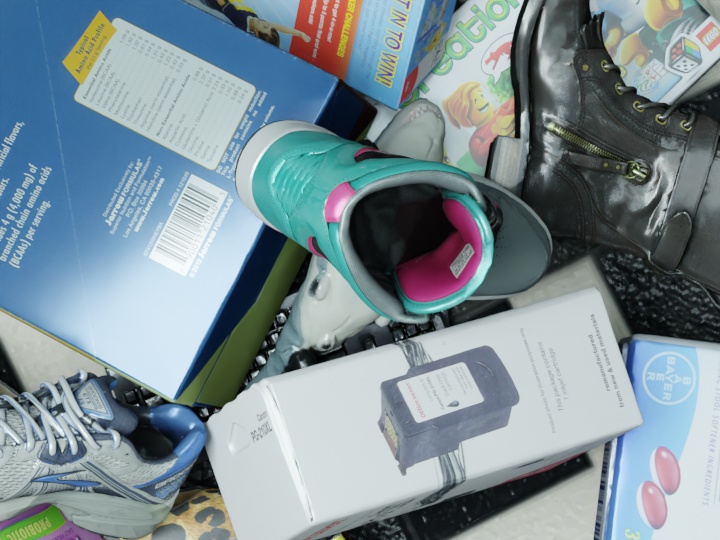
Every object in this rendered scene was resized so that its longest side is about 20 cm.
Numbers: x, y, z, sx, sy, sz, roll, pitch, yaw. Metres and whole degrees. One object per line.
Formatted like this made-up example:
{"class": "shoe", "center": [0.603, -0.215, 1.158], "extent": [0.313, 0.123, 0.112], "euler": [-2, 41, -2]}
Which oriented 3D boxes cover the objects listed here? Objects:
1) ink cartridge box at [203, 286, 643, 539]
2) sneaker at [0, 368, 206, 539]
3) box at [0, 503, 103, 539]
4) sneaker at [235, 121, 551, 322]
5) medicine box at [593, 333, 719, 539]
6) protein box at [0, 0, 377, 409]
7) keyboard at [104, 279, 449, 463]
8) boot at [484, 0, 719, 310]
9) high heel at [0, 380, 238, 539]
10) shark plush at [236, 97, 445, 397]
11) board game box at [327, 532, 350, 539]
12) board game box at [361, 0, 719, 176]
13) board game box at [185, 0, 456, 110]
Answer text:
{"class": "ink cartridge box", "center": [0.030, 0.085, 1.525], "extent": [0.200, 0.145, 0.084], "euler": [-15, 81, -20]}
{"class": "sneaker", "center": [-0.166, 0.086, 1.489], "extent": [0.085, 0.200, 0.077], "euler": [-46, 54, 30]}
{"class": "box", "center": [-0.252, 0.169, 1.559], "extent": [0.176, 0.097, 0.200], "euler": [-38, 87, 22]}
{"class": "sneaker", "center": [0.043, -0.016, 1.457], "extent": [0.200, 0.121, 0.084], "euler": [17, 102, -35]}
{"class": "medicine box", "center": [0.235, 0.138, 1.576], "extent": [0.200, 0.103, 0.182], "euler": [7, 87, 2]}
{"class": "protein box", "center": [-0.131, -0.054, 1.563], "extent": [0.200, 0.135, 0.199], "euler": [27, 90, 11]}
{"class": "keyboard", "center": [-0.054, 0.028, 1.631], "extent": [0.200, 0.021, 0.127], "euler": [-22, 87, -1]}
{"class": "boot", "center": [0.166, -0.086, 1.578], "extent": [0.174, 0.069, 0.200], "euler": [12, 98, 0]}
{"class": "high heel", "center": [-0.143, 0.105, 1.599], "extent": [0.200, 0.071, 0.143], "euler": [-13, 93, 9]}
{"class": "shark plush", "center": [0.000, 0.000, 1.587], "extent": [0.091, 0.083, 0.200], "euler": [15, 108, -21]}
{"class": "board game box", "center": [-0.040, 0.273, 1.590], "extent": [0.200, 0.057, 0.165], "euler": [-38, 85, -1]}
{"class": "board game box", "center": [0.104, -0.109, 1.627], "extent": [0.200, 0.035, 0.126], "euler": [-44, 86, -1]}
{"class": "board game box", "center": [-0.033, -0.216, 1.547], "extent": [0.196, 0.200, 0.056], "euler": [28, 46, 13]}
